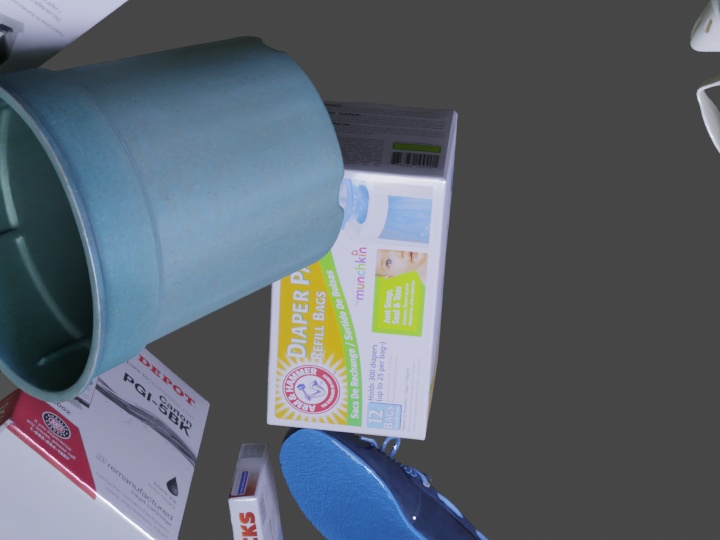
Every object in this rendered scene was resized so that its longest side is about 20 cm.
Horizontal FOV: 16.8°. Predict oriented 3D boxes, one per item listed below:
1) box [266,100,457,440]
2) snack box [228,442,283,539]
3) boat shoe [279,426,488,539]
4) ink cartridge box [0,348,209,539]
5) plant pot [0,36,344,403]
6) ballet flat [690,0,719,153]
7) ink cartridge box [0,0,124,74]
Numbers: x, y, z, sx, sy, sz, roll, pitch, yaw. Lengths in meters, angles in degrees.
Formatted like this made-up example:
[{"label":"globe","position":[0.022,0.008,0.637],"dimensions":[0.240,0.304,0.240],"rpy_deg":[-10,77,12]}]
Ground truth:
[{"label":"box","position":[0.000,0.000,1.609],"dimensions":[0.112,0.101,0.200],"rpy_deg":[5,120,4]},{"label":"snack box","position":[-0.068,0.227,1.763],"dimensions":[0.024,0.072,0.200],"rpy_deg":[-3,119,7]},{"label":"boat shoe","position":[0.020,0.172,1.727],"dimensions":[0.084,0.069,0.200],"rpy_deg":[-31,111,31]},{"label":"ink cartridge box","position":[-0.190,0.117,1.644],"dimensions":[0.147,0.200,0.083],"rpy_deg":[41,113,-16]},{"label":"plant pot","position":[-0.128,-0.045,1.458],"dimensions":[0.196,0.200,0.200],"rpy_deg":[-19,126,-33]},{"label":"ballet flat","position":[0.241,-0.128,1.531],"dimensions":[0.074,0.074,0.200],"rpy_deg":[-7,115,11]},{"label":"ink cartridge box","position":[-0.242,-0.182,1.495],"dimensions":[0.200,0.147,0.083],"rpy_deg":[-33,136,23]}]
